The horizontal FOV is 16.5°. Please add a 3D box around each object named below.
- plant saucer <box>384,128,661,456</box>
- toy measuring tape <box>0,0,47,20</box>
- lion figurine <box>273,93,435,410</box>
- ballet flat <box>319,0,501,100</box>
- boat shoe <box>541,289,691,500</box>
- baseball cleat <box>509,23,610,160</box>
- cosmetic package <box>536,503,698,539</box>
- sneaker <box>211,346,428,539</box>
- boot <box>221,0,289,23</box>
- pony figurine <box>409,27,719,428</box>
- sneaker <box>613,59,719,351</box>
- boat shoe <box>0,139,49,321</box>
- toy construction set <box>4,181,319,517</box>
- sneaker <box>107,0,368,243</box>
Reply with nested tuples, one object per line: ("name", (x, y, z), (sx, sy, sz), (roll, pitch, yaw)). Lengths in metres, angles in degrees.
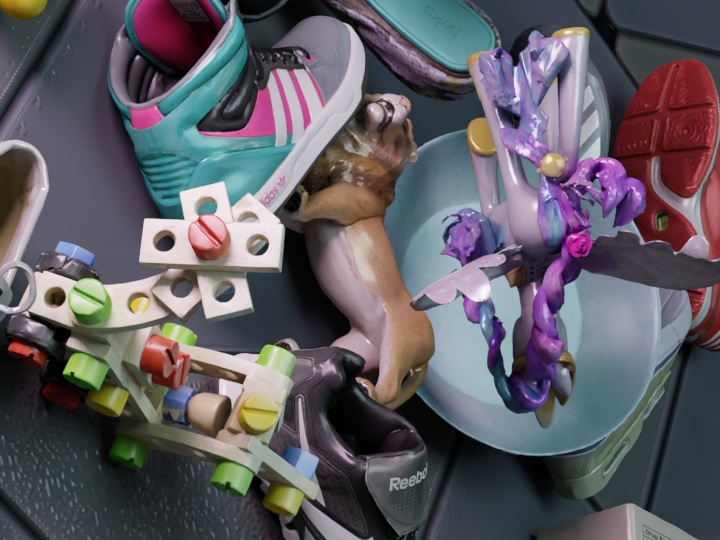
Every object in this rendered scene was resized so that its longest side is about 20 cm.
("plant saucer", (0.083, 0.015, 1.460), (0.201, 0.039, 0.201), (10, 68, -27))
("toy measuring tape", (-0.189, -0.219, 1.210), (0.074, 0.074, 0.200), (-20, 90, -57))
("lion figurine", (0.000, 0.000, 1.364), (0.122, 0.072, 0.200), (-9, 86, -53))
("ballet flat", (-0.004, -0.169, 1.443), (0.200, 0.072, 0.072), (44, 33, 9))
("boat shoe", (0.154, 0.071, 1.559), (0.200, 0.072, 0.062), (-45, 135, -51))
("baseball cleat", (0.114, -0.069, 1.560), (0.106, 0.070, 0.200), (13, 61, -52))
("cosmetic package", (0.161, 0.250, 1.451), (0.104, 0.073, 0.200), (31, 48, -43))
("sneaker", (0.003, 0.124, 1.278), (0.066, 0.090, 0.200), (-37, 104, -55))
("boot", (-0.006, -0.229, 1.335), (0.073, 0.162, 0.198), (36, 76, -17))
("pony figurine", (0.101, -0.024, 1.348), (0.193, 0.166, 0.200), (106, -19, -77))
("sneaker", (0.232, -0.037, 1.724), (0.116, 0.078, 0.200), (33, 59, -53))
("boat shoe", (-0.182, 0.012, 1.080), (0.075, 0.086, 0.202), (53, 36, -23))
("toy construction set", (-0.085, 0.039, 1.143), (0.200, 0.131, 0.092), (87, 26, -55))
("sneaker", (-0.069, -0.110, 1.316), (0.121, 0.084, 0.200), (63, 34, -26))
